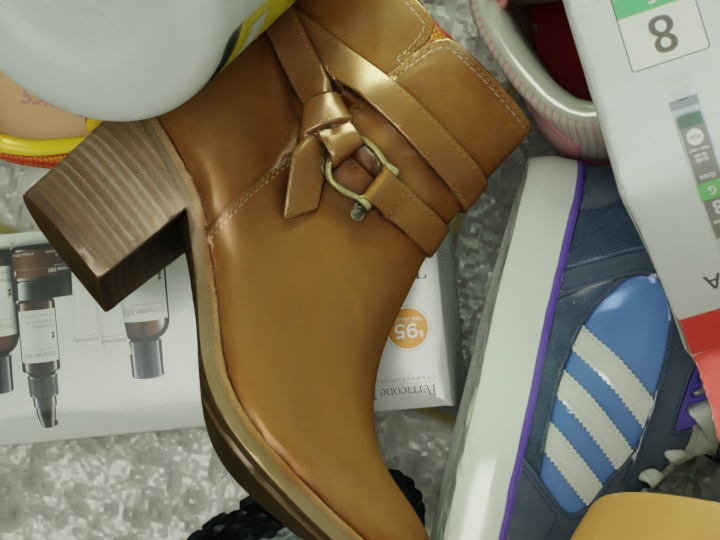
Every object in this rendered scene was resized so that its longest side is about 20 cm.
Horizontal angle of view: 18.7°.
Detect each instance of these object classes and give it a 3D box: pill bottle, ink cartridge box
[{"bbox_3d":[-0.049,-0.144,0.743,0.112,0.200,0.112,18,131,22],"label":"pill bottle"},{"bbox_3d":[0.166,-0.024,0.682,0.161,0.050,0.200,-17,84,15],"label":"ink cartridge box"}]

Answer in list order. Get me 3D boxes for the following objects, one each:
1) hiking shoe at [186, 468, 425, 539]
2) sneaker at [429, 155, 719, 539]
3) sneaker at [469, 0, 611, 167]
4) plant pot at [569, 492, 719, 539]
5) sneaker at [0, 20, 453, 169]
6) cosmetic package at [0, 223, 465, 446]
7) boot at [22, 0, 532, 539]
[{"bbox_3d":[-0.049,0.146,0.824,0.200,0.074,0.087,-34,98,14],"label":"hiking shoe"},{"bbox_3d":[0.108,0.064,0.772,0.146,0.081,0.200,13,80,-1],"label":"sneaker"},{"bbox_3d":[0.072,-0.138,0.779,0.075,0.105,0.201,-11,87,11],"label":"sneaker"},{"bbox_3d":[0.119,0.157,0.679,0.200,0.200,0.140,17,75,9],"label":"plant pot"},{"bbox_3d":[-0.061,-0.064,0.814,0.200,0.077,0.073,-5,88,5],"label":"sneaker"},{"bbox_3d":[-0.064,0.020,0.828,0.200,0.051,0.083,-6,90,9],"label":"cosmetic package"},{"bbox_3d":[0.000,0.000,0.758,0.155,0.077,0.200,-37,80,-13],"label":"boot"}]
